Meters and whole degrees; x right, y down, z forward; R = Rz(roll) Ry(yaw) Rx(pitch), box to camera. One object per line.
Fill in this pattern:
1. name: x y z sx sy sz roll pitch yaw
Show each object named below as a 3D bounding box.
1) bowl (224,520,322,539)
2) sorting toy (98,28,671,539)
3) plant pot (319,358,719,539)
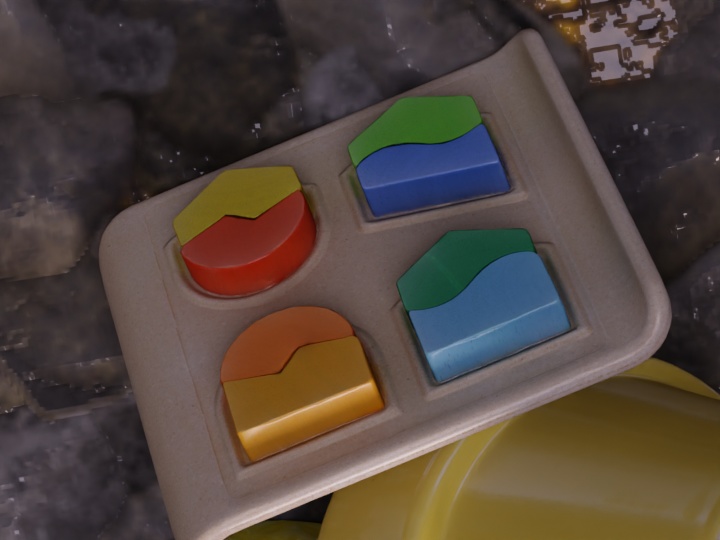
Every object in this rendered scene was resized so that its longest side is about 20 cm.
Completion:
1. bowl: -0.032 0.210 1.195 0.199 0.108 0.201 0 101 -2
2. sorting toy: 0.000 0.000 1.126 0.199 0.185 0.037 -26 132 4
3. plant pot: 0.112 0.127 1.098 0.200 0.189 0.202 3 84 -33
